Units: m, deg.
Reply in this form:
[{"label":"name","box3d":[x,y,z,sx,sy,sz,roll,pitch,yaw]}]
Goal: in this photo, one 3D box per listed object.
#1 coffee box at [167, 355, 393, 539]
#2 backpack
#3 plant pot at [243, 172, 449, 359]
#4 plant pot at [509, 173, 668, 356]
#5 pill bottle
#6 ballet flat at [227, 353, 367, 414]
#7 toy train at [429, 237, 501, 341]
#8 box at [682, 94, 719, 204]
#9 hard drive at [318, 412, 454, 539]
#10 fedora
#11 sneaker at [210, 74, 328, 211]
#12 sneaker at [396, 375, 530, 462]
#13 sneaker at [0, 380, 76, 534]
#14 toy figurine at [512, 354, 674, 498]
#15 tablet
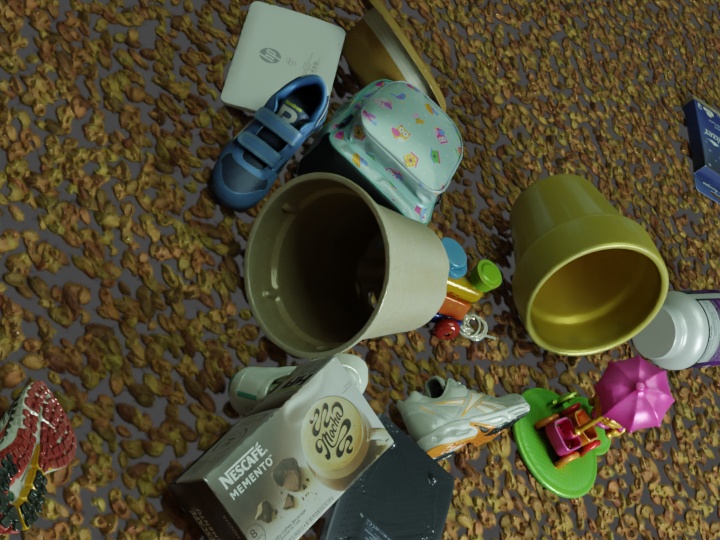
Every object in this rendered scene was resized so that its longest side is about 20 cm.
[{"label":"coffee box","box3d":[-0.077,0.191,1.427,0.200,0.080,0.114,-41,103,-34]},{"label":"backpack","box3d":[0.036,-0.145,1.781,0.175,0.153,0.200,40,34,-8]},{"label":"plant pot","box3d":[0.000,0.000,1.628,0.183,0.200,0.202,6,58,-56]},{"label":"plant pot","box3d":[0.286,-0.021,1.917,0.200,0.201,0.190,23,33,-32]},{"label":"pill bottle","box3d":[0.479,0.085,2.081,0.199,0.112,0.113,-1,63,-44]},{"label":"ballet flat","box3d":[-0.051,0.130,1.553,0.199,0.069,0.070,-1,64,-43]},{"label":"toy train","box3d":[0.132,0.027,1.775,0.199,0.116,0.085,22,49,-33]},{"label":"box","box3d":[0.617,-0.199,2.486,0.121,0.032,0.201,26,48,-30]},{"label":"hard drive","box3d":[0.026,0.265,1.556,0.135,0.042,0.201,42,41,-14]},{"label":"fedora","box3d":[0.033,-0.270,1.891,0.201,0.082,0.201,55,2,-3]},{"label":"sneaker","box3d":[-0.104,-0.155,1.669,0.074,0.082,0.201,36,63,-2]},{"label":"sneaker","box3d":[0.124,0.160,1.709,0.199,0.076,0.092,-11,66,-49]},{"label":"sneaker","box3d":[-0.314,0.165,1.267,0.078,0.082,0.200,62,19,-18]},{"label":"toy figurine","box3d":[0.319,0.175,1.801,0.199,0.184,0.151,-13,72,-49]},{"label":"tablet","box3d":[-0.094,-0.258,1.799,0.129,0.014,0.201,16,47,-5]}]
